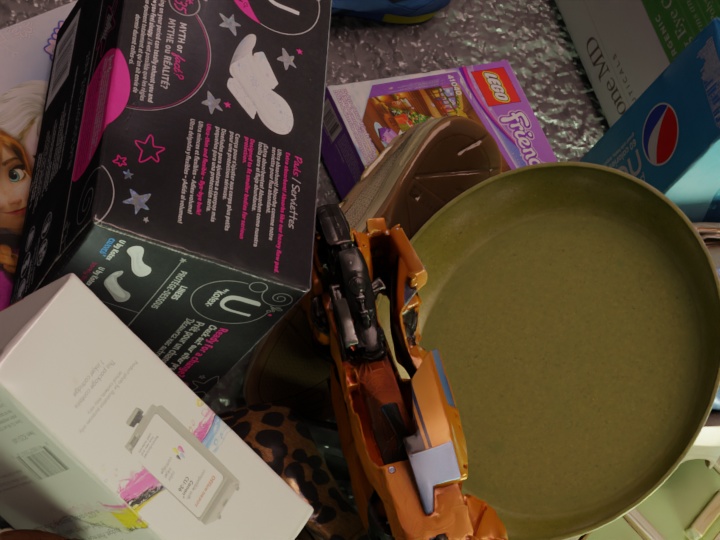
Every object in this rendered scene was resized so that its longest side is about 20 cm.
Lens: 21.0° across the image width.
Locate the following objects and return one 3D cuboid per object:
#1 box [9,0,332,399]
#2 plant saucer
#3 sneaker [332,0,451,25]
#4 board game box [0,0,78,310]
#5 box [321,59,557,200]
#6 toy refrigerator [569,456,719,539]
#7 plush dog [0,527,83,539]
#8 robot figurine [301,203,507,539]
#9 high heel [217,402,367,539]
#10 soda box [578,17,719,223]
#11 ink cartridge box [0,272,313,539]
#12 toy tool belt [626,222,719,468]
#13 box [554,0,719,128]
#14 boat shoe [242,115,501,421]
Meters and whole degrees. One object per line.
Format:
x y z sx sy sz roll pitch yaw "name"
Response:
-0.093 -0.059 0.976 0.114 0.132 0.201 19 54 -21 "box"
0.095 0.043 0.992 0.031 0.199 0.201 35 38 -56 "plant saucer"
-0.019 -0.187 1.182 0.199 0.078 0.066 -10 68 -30 "sneaker"
-0.171 -0.030 1.029 0.200 0.041 0.200 -29 78 -37 "board game box"
0.067 -0.026 1.152 0.136 0.039 0.201 -11 67 -32 "box"
0.132 0.166 1.050 0.076 0.070 0.200 46 51 5 "toy refrigerator"
-0.168 0.231 0.834 0.171 0.161 0.200 -15 40 -19 "plush dog"
0.016 0.065 0.941 0.058 0.145 0.201 -13 63 -8 "robot figurine"
-0.025 0.163 0.976 0.142 0.071 0.201 11 53 -15 "high heel"
0.174 -0.053 1.071 0.068 0.200 0.064 4 59 -26 "soda box"
-0.106 0.103 0.907 0.200 0.116 0.068 47 57 -15 "ink cartridge box"
0.174 0.043 1.035 0.199 0.125 0.123 -7 27 -11 "toy tool belt"
0.263 -0.175 1.260 0.199 0.171 0.200 -8 65 -30 "box"
0.000 0.000 1.067 0.072 0.065 0.200 38 80 -24 "boat shoe"
